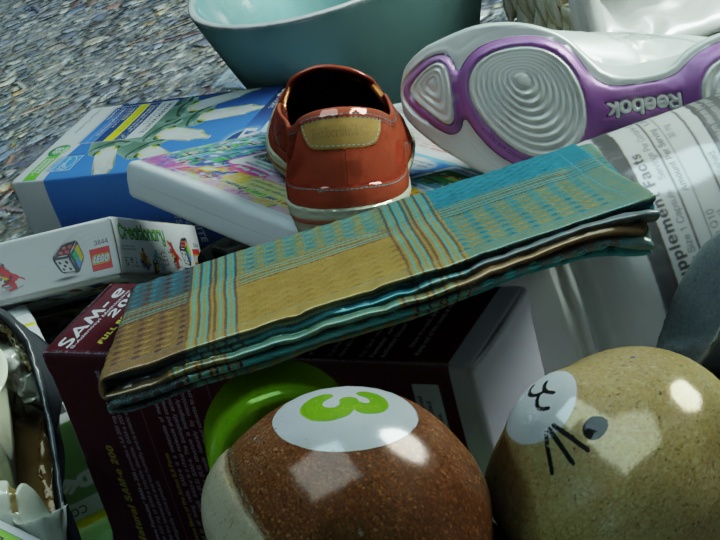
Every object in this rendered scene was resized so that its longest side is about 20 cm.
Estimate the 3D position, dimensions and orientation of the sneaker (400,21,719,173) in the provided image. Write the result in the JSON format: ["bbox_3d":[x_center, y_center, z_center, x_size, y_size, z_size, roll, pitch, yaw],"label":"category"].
[{"bbox_3d":[0.119,-0.078,0.863,0.198,0.076,0.100,2,1,4],"label":"sneaker"}]

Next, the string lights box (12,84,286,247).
[{"bbox_3d":[-0.101,-0.062,1.093,0.199,0.059,0.103,-4,30,30],"label":"string lights box"}]

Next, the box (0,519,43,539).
[{"bbox_3d":[-0.128,0.148,0.632,0.199,0.035,0.110,22,40,14],"label":"box"}]

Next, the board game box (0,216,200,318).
[{"bbox_3d":[-0.201,0.009,0.991,0.199,0.035,0.126,-13,-4,14],"label":"board game box"}]

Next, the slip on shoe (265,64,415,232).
[{"bbox_3d":[-0.010,-0.070,0.841,0.073,0.062,0.200,-6,17,-1],"label":"slip on shoe"}]

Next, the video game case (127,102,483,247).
[{"bbox_3d":[0.008,-0.045,0.895,0.181,0.024,0.200,-16,22,-32],"label":"video game case"}]

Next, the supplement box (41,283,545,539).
[{"bbox_3d":[-0.022,0.065,0.725,0.199,0.109,0.061,1,31,28],"label":"supplement box"}]

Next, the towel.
[{"bbox_3d":[0.004,-0.001,0.661,0.199,0.022,0.147,-18,12,2],"label":"towel"}]

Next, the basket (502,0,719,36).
[{"bbox_3d":[0.184,-0.222,1.102,0.199,0.136,0.123,-22,22,-22],"label":"basket"}]

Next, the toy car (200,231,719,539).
[{"bbox_3d":[0.064,0.063,0.566,0.200,0.158,0.164,-42,22,6],"label":"toy car"}]

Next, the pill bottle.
[{"bbox_3d":[0.150,-0.015,0.766,0.199,0.114,0.113,-20,26,1],"label":"pill bottle"}]

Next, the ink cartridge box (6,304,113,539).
[{"bbox_3d":[-0.181,0.093,0.847,0.103,0.060,0.200,-23,26,-11],"label":"ink cartridge box"}]

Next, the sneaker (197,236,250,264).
[{"bbox_3d":[0.000,0.000,0.886,0.088,0.074,0.200,-33,29,-22],"label":"sneaker"}]

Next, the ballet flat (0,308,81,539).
[{"bbox_3d":[-0.152,0.093,0.739,0.073,0.073,0.201,-17,49,5],"label":"ballet flat"}]

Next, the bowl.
[{"bbox_3d":[-0.001,-0.157,1.156,0.199,0.106,0.201,-16,26,8],"label":"bowl"}]
